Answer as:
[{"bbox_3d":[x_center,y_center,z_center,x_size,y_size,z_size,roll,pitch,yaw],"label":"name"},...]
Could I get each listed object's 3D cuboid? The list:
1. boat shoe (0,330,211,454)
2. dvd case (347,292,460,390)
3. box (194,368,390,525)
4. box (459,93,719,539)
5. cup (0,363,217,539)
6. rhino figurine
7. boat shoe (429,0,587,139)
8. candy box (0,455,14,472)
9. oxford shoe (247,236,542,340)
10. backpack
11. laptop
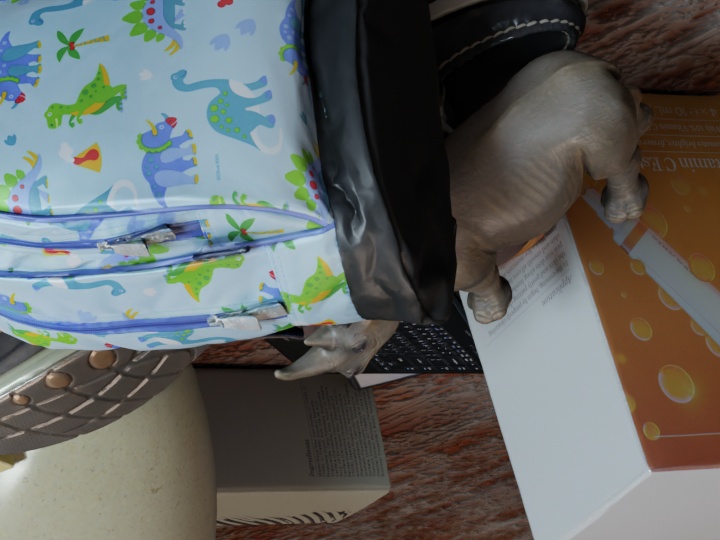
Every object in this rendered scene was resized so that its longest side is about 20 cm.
[{"bbox_3d":[-0.100,0.007,1.027,0.199,0.074,0.075,-31,153,-8],"label":"boat shoe"},{"bbox_3d":[0.047,0.018,1.351,0.142,0.018,0.200,-15,160,4],"label":"dvd case"},{"bbox_3d":[-0.084,0.106,1.417,0.199,0.083,0.068,4,156,-34],"label":"box"},{"bbox_3d":[0.130,0.023,1.140,0.124,0.201,0.097,0,152,-32],"label":"box"},{"bbox_3d":[-0.155,0.088,1.212,0.199,0.201,0.144,-1,129,-29],"label":"cup"},{"bbox_3d":[0.041,-0.019,1.010,0.200,0.060,0.088,-38,148,1],"label":"rhino figurine"},{"bbox_3d":[0.019,-0.065,1.053,0.199,0.061,0.074,-25,151,28],"label":"boat shoe"},{"bbox_3d":[-0.270,0.064,1.146,0.199,0.116,0.055,-18,158,15],"label":"candy box"},{"bbox_3d":[0.000,0.000,1.126,0.199,0.073,0.071,-16,119,41],"label":"oxford shoe"},{"bbox_3d":[-0.078,-0.046,0.941,0.199,0.164,0.154,-14,152,23],"label":"backpack"},{"bbox_3d":[0.035,0.075,1.263,0.198,0.104,0.177,-1,163,17],"label":"laptop"}]
